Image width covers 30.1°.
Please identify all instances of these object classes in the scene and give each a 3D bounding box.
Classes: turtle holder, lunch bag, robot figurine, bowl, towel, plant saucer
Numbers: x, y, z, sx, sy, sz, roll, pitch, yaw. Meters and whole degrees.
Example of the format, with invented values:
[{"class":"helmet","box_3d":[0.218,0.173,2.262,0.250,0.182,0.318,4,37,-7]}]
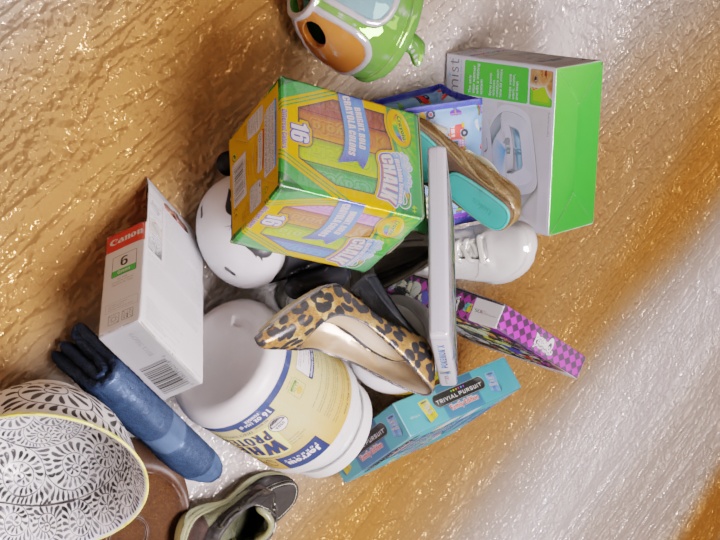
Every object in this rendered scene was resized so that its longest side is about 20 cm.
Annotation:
[{"class":"turtle holder","box_3d":[0.002,-0.300,1.415,0.131,0.141,0.186,17,100,-30]},{"class":"lunch bag","box_3d":[0.038,-0.122,1.560,0.199,0.094,0.151,-15,115,-29]},{"class":"robot figurine","box_3d":[-0.077,-0.056,1.410,0.199,0.150,0.125,-20,124,-37]},{"class":"bowl","box_3d":[-0.298,0.166,1.258,0.199,0.095,0.201,-4,134,-4]},{"class":"towel","box_3d":[-0.221,0.141,1.340,0.049,0.112,0.200,-46,132,-11]},{"class":"plant saucer","box_3d":[-0.252,0.278,1.409,0.200,0.034,0.202,-17,115,-43]}]

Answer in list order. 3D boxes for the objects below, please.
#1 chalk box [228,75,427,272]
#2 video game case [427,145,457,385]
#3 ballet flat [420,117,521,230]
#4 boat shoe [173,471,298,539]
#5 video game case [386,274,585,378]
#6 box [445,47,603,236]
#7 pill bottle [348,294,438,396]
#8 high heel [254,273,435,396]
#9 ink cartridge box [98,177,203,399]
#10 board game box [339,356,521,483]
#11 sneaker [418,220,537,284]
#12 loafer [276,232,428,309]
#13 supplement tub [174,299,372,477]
[{"class":"chalk box","box_3d":[-0.015,-0.086,1.307,0.199,0.124,0.125,11,59,-26]},{"class":"video game case","box_3d":[0.085,0.000,1.391,0.182,0.022,0.201,72,17,-69]},{"class":"ballet flat","box_3d":[0.099,-0.122,1.495,0.072,0.199,0.068,-51,174,-50]},{"class":"boat shoe","box_3d":[-0.125,0.281,1.496,0.200,0.066,0.072,-14,114,-56]},{"class":"video game case","box_3d":[0.156,0.067,1.655,0.200,0.181,0.036,31,80,-47]},{"class":"box","box_3d":[0.194,-0.161,1.626,0.096,0.176,0.201,-15,113,-43]},{"class":"pill bottle","box_3d":[0.042,0.086,1.530,0.200,0.110,0.112,42,68,-81]},{"class":"high heel","box_3d":[-0.008,0.085,1.349,0.200,0.071,0.143,-20,72,-47]},{"class":"ink cartridge box","box_3d":[-0.203,0.015,1.322,0.109,0.050,0.201,53,21,-41]},{"class":"board game box","box_3d":[0.079,0.182,1.641,0.199,0.151,0.047,-17,73,-42]},{"class":"sneaker","box_3d":[0.112,-0.020,1.570,0.088,0.199,0.076,2,84,-45]},{"class":"loafer","box_3d":[0.000,0.000,1.513,0.199,0.070,0.070,-29,128,-4]},{"class":"supplement tub","box_3d":[-0.090,0.133,1.448,0.200,0.144,0.145,39,74,-44]}]
